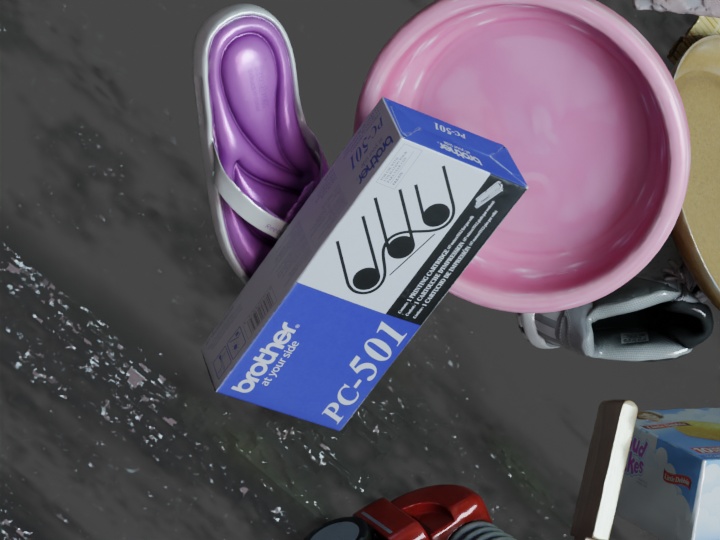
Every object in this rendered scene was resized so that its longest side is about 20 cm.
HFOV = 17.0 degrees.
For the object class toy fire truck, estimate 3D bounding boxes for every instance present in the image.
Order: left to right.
[{"bbox_3d":[0.083,0.167,1.465,0.200,0.176,0.129,-30,115,-17],"label":"toy fire truck"}]

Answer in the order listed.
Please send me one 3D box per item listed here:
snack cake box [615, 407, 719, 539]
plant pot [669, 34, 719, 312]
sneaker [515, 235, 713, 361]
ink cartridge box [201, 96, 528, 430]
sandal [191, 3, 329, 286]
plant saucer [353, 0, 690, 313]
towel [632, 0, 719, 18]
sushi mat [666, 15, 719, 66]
[{"bbox_3d":[0.271,0.135,1.588,0.200,0.115,0.067,-1,104,-28],"label":"snack cake box"},{"bbox_3d":[0.237,-0.047,1.500,0.200,0.027,0.200,24,58,-44],"label":"plant pot"},{"bbox_3d":[0.207,0.011,1.518,0.200,0.115,0.075,-26,115,-18],"label":"sneaker"},{"bbox_3d":[0.000,0.000,1.404,0.094,0.044,0.200,19,120,-32],"label":"ink cartridge box"},{"bbox_3d":[-0.050,-0.055,1.404,0.082,0.050,0.203,-28,117,-16],"label":"sandal"},{"bbox_3d":[0.097,-0.076,1.424,0.200,0.051,0.201,6,111,15],"label":"plant saucer"},{"bbox_3d":[0.251,-0.243,1.433,0.032,0.191,0.200,-16,114,-53],"label":"towel"},{"bbox_3d":[0.284,-0.113,1.581,0.096,0.012,0.200,-49,119,-5],"label":"sushi mat"}]
